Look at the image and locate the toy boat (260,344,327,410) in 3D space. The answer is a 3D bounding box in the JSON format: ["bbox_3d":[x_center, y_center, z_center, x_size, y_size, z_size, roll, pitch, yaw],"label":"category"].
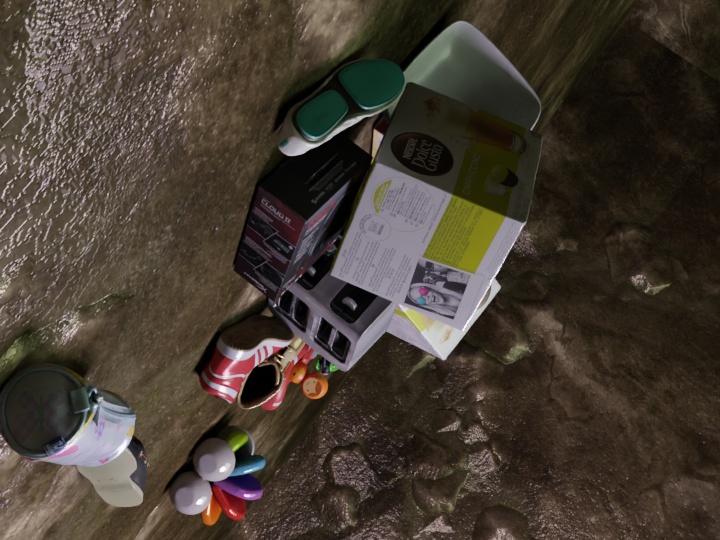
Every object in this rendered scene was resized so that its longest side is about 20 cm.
[{"bbox_3d":[-0.122,0.203,1.856,0.200,0.131,0.131,-45,168,-46],"label":"toy boat"}]

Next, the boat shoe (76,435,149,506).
[{"bbox_3d":[-0.316,0.241,1.216,0.202,0.073,0.063,94,-3,-57],"label":"boat shoe"}]

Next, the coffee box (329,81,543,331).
[{"bbox_3d":[0.098,-0.086,1.230,0.200,0.197,0.200,-68,-179,-48],"label":"coffee box"}]

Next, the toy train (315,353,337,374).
[{"bbox_3d":[-0.056,0.100,1.823,0.056,0.042,0.201,-8,103,-70],"label":"toy train"}]

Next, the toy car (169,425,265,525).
[{"bbox_3d":[-0.265,0.411,1.858,0.200,0.150,0.175,-55,171,9],"label":"toy car"}]

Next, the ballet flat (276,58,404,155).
[{"bbox_3d":[-0.027,-0.186,1.077,0.200,0.069,0.069,-40,165,-41],"label":"ballet flat"}]

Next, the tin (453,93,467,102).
[{"bbox_3d":[0.131,-0.216,1.500,0.112,0.042,0.200,-50,168,-32],"label":"tin"}]

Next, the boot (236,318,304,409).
[{"bbox_3d":[-0.145,0.146,1.597,0.200,0.073,0.155,-46,-172,-8],"label":"boot"}]

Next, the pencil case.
[{"bbox_3d":[-0.281,0.144,0.921,0.091,0.083,0.200,-29,168,-9],"label":"pencil case"}]

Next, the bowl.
[{"bbox_3d":[0.137,-0.230,1.366,0.200,0.200,0.075,-49,-168,-15],"label":"bowl"}]

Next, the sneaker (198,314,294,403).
[{"bbox_3d":[-0.182,0.138,1.478,0.113,0.071,0.200,-60,162,17],"label":"sneaker"}]

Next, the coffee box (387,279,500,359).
[{"bbox_3d":[0.124,0.025,1.932,0.200,0.200,0.198,-50,128,-14],"label":"coffee box"}]

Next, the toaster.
[{"bbox_3d":[-0.044,0.044,1.492,0.119,0.181,0.200,-46,168,-25],"label":"toaster"}]

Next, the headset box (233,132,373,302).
[{"bbox_3d":[-0.072,-0.076,1.192,0.149,0.077,0.200,-47,171,-37],"label":"headset box"}]

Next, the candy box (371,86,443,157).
[{"bbox_3d":[0.070,-0.210,1.489,0.116,0.055,0.200,-53,172,-14],"label":"candy box"}]
